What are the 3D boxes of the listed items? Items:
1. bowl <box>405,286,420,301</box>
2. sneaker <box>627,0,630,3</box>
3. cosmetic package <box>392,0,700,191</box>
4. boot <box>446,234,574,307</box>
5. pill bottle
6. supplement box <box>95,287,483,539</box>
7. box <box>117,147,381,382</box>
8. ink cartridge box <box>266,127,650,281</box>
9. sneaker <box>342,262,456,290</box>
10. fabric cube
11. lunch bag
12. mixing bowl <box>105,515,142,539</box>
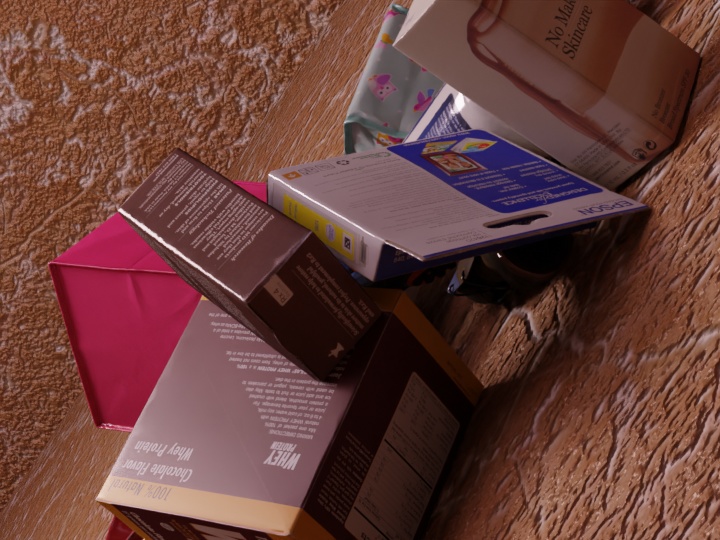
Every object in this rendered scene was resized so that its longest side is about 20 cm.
[{"bbox_3d":[-0.009,0.029,1.454,0.200,0.075,0.200,-64,14,-24],"label":"bowl"},{"bbox_3d":[0.185,-0.203,1.386,0.115,0.080,0.200,-51,-4,-47],"label":"sneaker"},{"bbox_3d":[0.138,-0.161,1.149,0.087,0.200,0.104,-42,20,52],"label":"cosmetic package"},{"bbox_3d":[0.114,0.000,1.220,0.200,0.074,0.097,-86,13,-69],"label":"boot"},{"bbox_3d":[0.112,-0.120,1.336,0.200,0.111,0.111,-53,13,47],"label":"pill bottle"},{"bbox_3d":[-0.050,0.129,1.178,0.197,0.133,0.200,2,56,39],"label":"supplement box"},{"bbox_3d":[-0.084,-0.008,1.146,0.075,0.100,0.200,-47,41,-7],"label":"box"},{"bbox_3d":[0.066,-0.042,1.125,0.200,0.197,0.047,35,130,49],"label":"ink cartridge box"},{"bbox_3d":[0.000,0.000,1.318,0.200,0.075,0.078,-34,48,-5],"label":"sneaker"},{"bbox_3d":[-0.157,0.037,1.585,0.199,0.197,0.199,5,29,29],"label":"fabric cube"},{"bbox_3d":[0.052,-0.147,1.636,0.200,0.122,0.171,89,-161,-60],"label":"lunch bag"},{"bbox_3d":[-0.174,0.235,1.662,0.200,0.108,0.200,-55,13,20],"label":"mixing bowl"}]
